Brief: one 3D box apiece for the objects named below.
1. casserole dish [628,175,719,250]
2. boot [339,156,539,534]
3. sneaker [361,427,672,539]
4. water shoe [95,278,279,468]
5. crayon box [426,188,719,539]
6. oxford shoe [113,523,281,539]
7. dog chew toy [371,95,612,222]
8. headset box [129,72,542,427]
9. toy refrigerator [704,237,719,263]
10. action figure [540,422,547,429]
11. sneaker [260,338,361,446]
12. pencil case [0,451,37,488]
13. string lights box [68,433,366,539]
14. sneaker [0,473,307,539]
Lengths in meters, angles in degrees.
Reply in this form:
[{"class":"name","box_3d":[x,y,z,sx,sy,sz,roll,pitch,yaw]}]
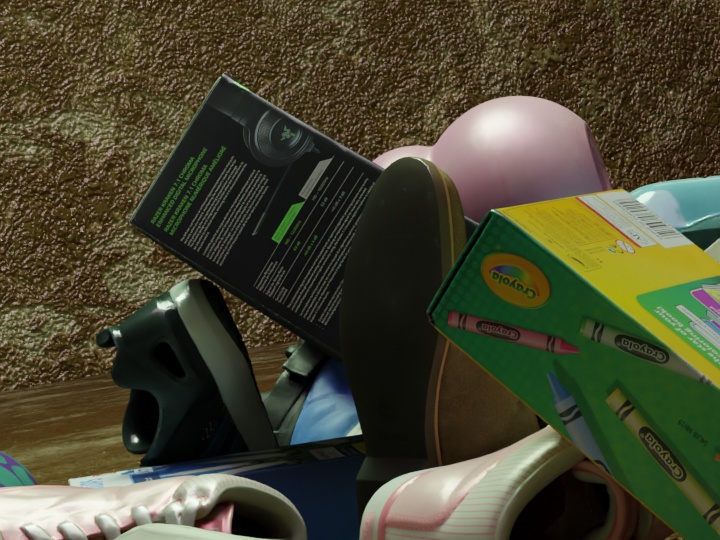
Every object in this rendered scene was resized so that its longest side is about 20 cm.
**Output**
[{"class":"casserole dish","box_3d":[0.165,-0.001,1.308,0.121,0.039,0.200,-6,-25,-18]},{"class":"boot","box_3d":[0.040,0.047,1.083,0.075,0.201,0.073,-7,9,-32]},{"class":"sneaker","box_3d":[0.107,0.095,1.021,0.200,0.076,0.104,-16,4,-34]},{"class":"water shoe","box_3d":[-0.092,0.082,1.313,0.079,0.200,0.072,-22,46,-6]},{"class":"crayon box","box_3d":[0.138,0.050,0.951,0.200,0.058,0.119,41,24,22]},{"class":"oxford shoe","box_3d":[-0.058,0.138,0.899,0.058,0.075,0.200,-50,22,-27]},{"class":"dog chew toy","box_3d":[0.048,-0.023,1.398,0.199,0.125,0.125,-19,-1,12]},{"class":"headset box","box_3d":[0.000,0.000,1.239,0.200,0.093,0.174,31,-3,26]},{"class":"toy refrigerator","box_3d":[0.193,0.036,1.226,0.200,0.070,0.076,-40,-30,12]},{"class":"action figure","box_3d":[0.169,0.067,1.473,0.193,0.105,0.200,-9,-1,-33]},{"class":"sneaker","box_3d":[0.015,0.062,1.440,0.111,0.077,0.200,27,51,30]},{"class":"pencil case","box_3d":[-0.211,0.137,1.204,0.092,0.086,0.200,6,1,-1]},{"class":"string lights box","box_3d":[-0.048,0.126,1.238,0.199,0.059,0.103,-8,2,-8]},{"class":"sneaker","box_3d":[-0.115,0.131,1.088,0.199,0.076,0.104,-4,-6,-33]}]
